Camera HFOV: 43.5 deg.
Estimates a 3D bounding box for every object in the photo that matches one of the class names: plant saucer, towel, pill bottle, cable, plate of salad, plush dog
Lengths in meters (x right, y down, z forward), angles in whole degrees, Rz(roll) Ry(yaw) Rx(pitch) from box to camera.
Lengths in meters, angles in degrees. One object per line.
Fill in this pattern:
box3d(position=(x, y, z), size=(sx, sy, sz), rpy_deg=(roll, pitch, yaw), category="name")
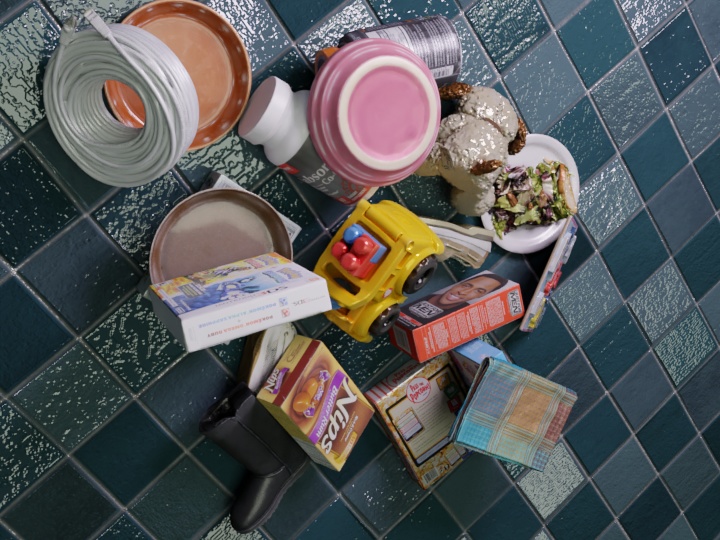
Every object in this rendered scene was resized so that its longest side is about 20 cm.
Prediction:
box3d(position=(-0.191, -0.016, 1.234), size=(0.200, 0.032, 0.201), rpy_deg=(-6, 106, -23), category="plant saucer")
box3d(position=(0.241, 0.227, 1.405), size=(0.200, 0.022, 0.147), rpy_deg=(24, 92, -29), category="towel")
box3d(position=(0.028, -0.213, 1.220), size=(0.200, 0.051, 0.201), rpy_deg=(-5, 101, -26), category="plant saucer")
box3d(position=(-0.064, -0.182, 1.274), size=(0.200, 0.116, 0.116), rpy_deg=(28, 90, -28), category="pill bottle")
box3d(position=(-0.302, -0.207, 1.131), size=(0.200, 0.069, 0.200), rpy_deg=(39, 123, -8), category="cable")
box3d(position=(0.037, -0.299, 1.297), size=(0.200, 0.106, 0.107), rpy_deg=(-16, 110, -20), category="pill bottle")
box3d(position=(0.287, -0.124, 1.493), size=(0.200, 0.048, 0.201), rpy_deg=(-7, 107, -24), category="plate of salad")
box3d(position=(-0.246, -0.262, 1.215), size=(0.200, 0.032, 0.201), rpy_deg=(-6, 105, -23), category="plant saucer")
box3d(position=(0.175, -0.204, 1.371), size=(0.200, 0.160, 0.172), rpy_deg=(34, 64, -22), category="plush dog")

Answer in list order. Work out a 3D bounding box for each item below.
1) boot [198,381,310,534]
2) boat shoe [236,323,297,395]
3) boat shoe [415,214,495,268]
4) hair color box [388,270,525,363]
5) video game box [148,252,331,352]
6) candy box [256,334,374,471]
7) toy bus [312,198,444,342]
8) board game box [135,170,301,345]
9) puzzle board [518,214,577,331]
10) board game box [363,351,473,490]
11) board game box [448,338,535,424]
box3d(position=(-0.176, 0.281, 1.339), size=(0.165, 0.066, 0.200), rpy_deg=(-51, 138, -18), category="boot")
box3d(position=(-0.127, 0.097, 1.345), size=(0.069, 0.071, 0.200), rpy_deg=(10, 108, -27), category="boat shoe")
box3d(position=(0.122, -0.047, 1.420), size=(0.200, 0.075, 0.069), rpy_deg=(10, 98, -25), category="boat shoe")
box3d(position=(0.151, 0.071, 1.450), size=(0.200, 0.101, 0.061), rpy_deg=(-22, 112, -20), category="hair color box")
box3d(position=(-0.156, 0.034, 1.134), size=(0.182, 0.200, 0.047), rpy_deg=(-14, 106, -21), category="video game box")
box3d(position=(-0.063, 0.202, 1.360), size=(0.117, 0.056, 0.200), rpy_deg=(-58, 140, -23), category="candy box")
box3d(position=(0.000, 0.000, 1.284), size=(0.200, 0.136, 0.192), rpy_deg=(-53, 162, 12), category="toy bus")
box3d(position=(-0.201, -0.018, 1.282), size=(0.147, 0.064, 0.200), rpy_deg=(35, 86, -27), category="board game box")
box3d(position=(0.318, 0.011, 1.503), size=(0.017, 0.151, 0.200), rpy_deg=(23, 93, 16), category="puzzle board")
box3d(position=(0.116, 0.244, 1.508), size=(0.151, 0.046, 0.200), rpy_deg=(-34, 115, -14), category="board game box")
box3d(position=(0.214, 0.197, 1.483), size=(0.040, 0.153, 0.200), rpy_deg=(-36, 116, -14), category="board game box")
